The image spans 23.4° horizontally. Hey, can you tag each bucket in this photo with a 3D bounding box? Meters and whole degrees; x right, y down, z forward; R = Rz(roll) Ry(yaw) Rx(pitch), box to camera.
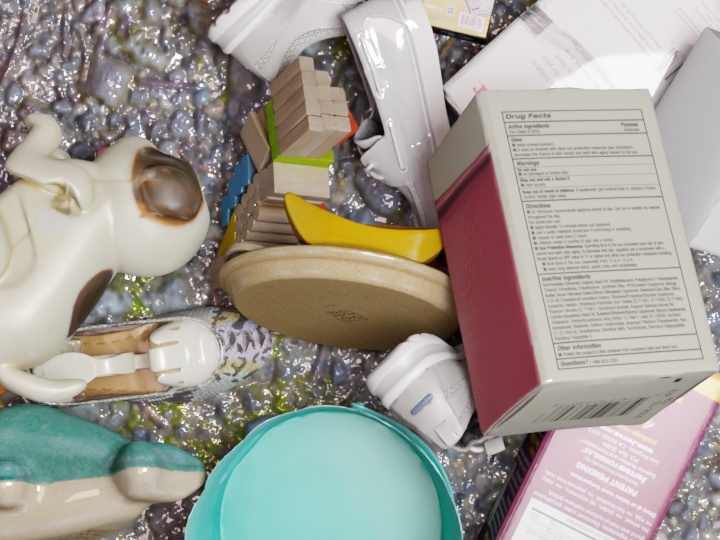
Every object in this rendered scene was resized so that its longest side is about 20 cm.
[{"bbox_3d":[-0.023,0.193,1.252,0.205,0.135,0.209,0,91,2],"label":"bucket"}]

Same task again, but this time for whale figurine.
[{"bbox_3d":[-0.207,0.140,1.243,0.199,0.159,0.105,-17,72,33],"label":"whale figurine"}]

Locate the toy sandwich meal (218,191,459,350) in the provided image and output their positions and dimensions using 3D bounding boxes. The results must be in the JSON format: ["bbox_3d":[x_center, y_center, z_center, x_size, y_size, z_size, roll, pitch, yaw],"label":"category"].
[{"bbox_3d":[0.000,0.000,1.236,0.203,0.205,0.071,7,71,1],"label":"toy sandwich meal"}]

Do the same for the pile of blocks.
[{"bbox_3d":[-0.052,-0.066,1.271,0.062,0.082,0.201,5,131,-31],"label":"pile of blocks"}]

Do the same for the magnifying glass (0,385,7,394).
[{"bbox_3d":[-0.337,0.107,1.247,0.022,0.199,0.080,37,127,27],"label":"magnifying glass"}]

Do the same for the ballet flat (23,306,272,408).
[{"bbox_3d":[-0.165,0.069,1.288,0.198,0.072,0.073,-7,91,1],"label":"ballet flat"}]

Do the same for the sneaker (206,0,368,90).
[{"bbox_3d":[-0.014,-0.210,1.254,0.200,0.075,0.082,-39,106,8],"label":"sneaker"}]

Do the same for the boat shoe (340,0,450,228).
[{"bbox_3d":[0.028,-0.100,1.251,0.068,0.072,0.201,-15,122,-7],"label":"boat shoe"}]

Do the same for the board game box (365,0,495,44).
[{"bbox_3d":[0.013,-0.258,1.296,0.198,0.035,0.137,14,91,1],"label":"board game box"}]

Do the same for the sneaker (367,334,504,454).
[{"bbox_3d":[0.075,0.097,1.215,0.075,0.199,0.082,-44,68,21],"label":"sneaker"}]

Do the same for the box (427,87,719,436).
[{"bbox_3d":[0.133,-0.006,1.130,0.127,0.109,0.202,-2,68,-20],"label":"box"}]

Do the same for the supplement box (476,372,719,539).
[{"bbox_3d":[0.169,0.141,1.249,0.103,0.131,0.201,26,92,1],"label":"supplement box"}]

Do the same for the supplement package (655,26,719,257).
[{"bbox_3d":[0.306,-0.065,1.198,0.199,0.118,0.117,18,115,-28],"label":"supplement package"}]

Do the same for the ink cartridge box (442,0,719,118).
[{"bbox_3d":[0.176,-0.141,1.268,0.200,0.084,0.145,-41,91,2],"label":"ink cartridge box"}]

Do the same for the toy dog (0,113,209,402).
[{"bbox_3d":[-0.205,-0.024,1.247,0.199,0.140,0.194,-28,62,-14],"label":"toy dog"}]
